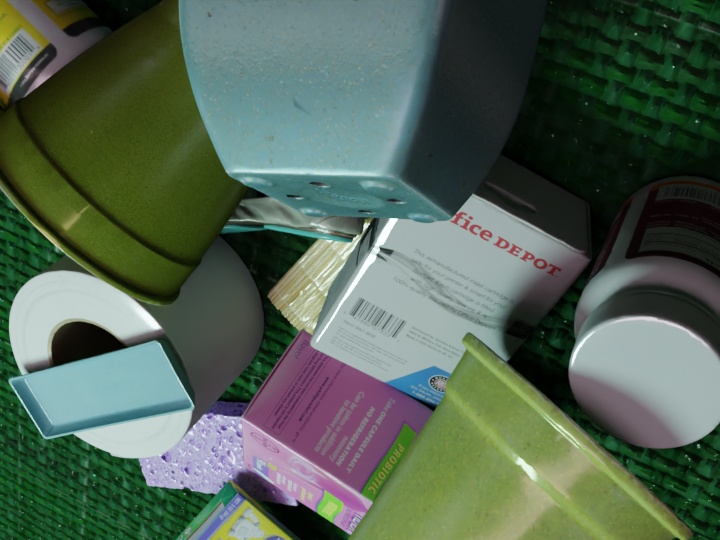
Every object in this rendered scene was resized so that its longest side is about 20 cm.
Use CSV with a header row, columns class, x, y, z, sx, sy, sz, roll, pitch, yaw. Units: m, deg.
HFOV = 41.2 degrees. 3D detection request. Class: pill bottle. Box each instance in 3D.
class,x,y,z,sx,sy,sz,roll,pitch,yaw
pill bottle,-0.315,-0.227,0.825,0.200,0.114,0.114,45,127,-2
pill bottle,0.211,0.023,0.653,0.114,0.200,0.115,12,122,20

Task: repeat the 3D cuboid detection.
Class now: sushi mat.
class,x,y,z,sx,sy,sz,roll,pitch,yaw
sushi mat,0.000,0.000,0.860,0.096,0.012,0.200,44,127,-2

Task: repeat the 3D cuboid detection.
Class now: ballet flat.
class,x,y,z,sx,sy,sz,roll,pitch,yaw
ballet flat,-0.085,-0.060,0.847,0.199,0.067,0.064,4,91,28

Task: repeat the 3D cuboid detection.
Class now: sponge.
class,x,y,z,sx,sy,sz,roll,pitch,yaw
sponge,-0.160,0.192,1.038,0.199,0.030,0.112,1,118,26

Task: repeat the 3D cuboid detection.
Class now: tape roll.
class,x,y,z,sx,sy,sz,roll,pitch,yaw
tape roll,-0.212,0.058,0.921,0.202,0.139,0.203,12,121,20

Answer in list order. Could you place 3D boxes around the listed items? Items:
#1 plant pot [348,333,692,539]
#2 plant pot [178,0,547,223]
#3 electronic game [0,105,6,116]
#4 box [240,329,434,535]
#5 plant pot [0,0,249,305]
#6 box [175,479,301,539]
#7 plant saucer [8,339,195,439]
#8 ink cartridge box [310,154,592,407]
class,x,y,z,sx,sy,sz,roll,pitch,yaw
plant pot,0.091,0.179,0.669,0.200,0.200,0.184,41,91,0
plant pot,0.001,-0.139,0.619,0.196,0.196,0.201,5,83,24
electronic game,-0.347,-0.151,0.846,0.200,0.200,0.042,44,94,-2
box,0.000,0.170,0.859,0.200,0.097,0.176,31,157,7
plant pot,-0.157,-0.112,0.756,0.200,0.200,0.193,44,98,-2
box,-0.104,0.332,1.021,0.200,0.117,0.048,45,172,-21
plant saucer,-0.232,0.106,0.860,0.199,0.019,0.070,-15,110,33
ink cartridge box,0.070,0.004,0.767,0.144,0.084,0.200,27,127,-8
